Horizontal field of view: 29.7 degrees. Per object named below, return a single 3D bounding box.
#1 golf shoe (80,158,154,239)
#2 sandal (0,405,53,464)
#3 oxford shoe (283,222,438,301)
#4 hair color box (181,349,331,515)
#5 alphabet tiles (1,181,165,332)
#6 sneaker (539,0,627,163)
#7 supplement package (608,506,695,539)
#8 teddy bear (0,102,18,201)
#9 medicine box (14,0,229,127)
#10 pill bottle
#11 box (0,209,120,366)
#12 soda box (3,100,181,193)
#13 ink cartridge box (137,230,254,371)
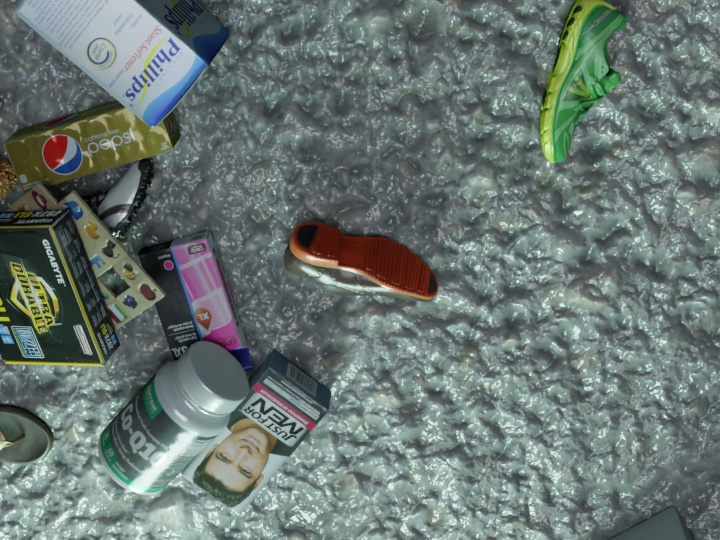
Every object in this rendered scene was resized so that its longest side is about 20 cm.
[{"bbox_3d":[-0.330,-0.067,1.677,0.094,0.078,0.201,33,107,-9],"label":"golf shoe"},{"bbox_3d":[-0.507,0.207,1.799,0.199,0.055,0.082,27,110,-7],"label":"sandal"},{"bbox_3d":[0.000,0.000,1.703,0.199,0.072,0.073,20,139,-8],"label":"oxford shoe"},{"bbox_3d":[-0.137,0.214,1.782,0.099,0.061,0.200,36,109,-11],"label":"hair color box"},{"bbox_3d":[-0.354,-0.010,1.666,0.167,0.008,0.200,-31,105,37],"label":"alphabet tiles"},{"bbox_3d":[0.262,-0.217,1.594,0.083,0.074,0.201,15,110,1],"label":"sneaker"},{"bbox_3d":[0.394,0.466,1.806,0.190,0.147,0.201,-31,106,13],"label":"supplement package"},{"bbox_3d":[-0.503,-0.160,1.654,0.144,0.067,0.202,-9,111,3],"label":"teddy bear"},{"bbox_3d":[-0.263,-0.282,1.536,0.200,0.182,0.103,40,108,-12],"label":"medicine box"},{"bbox_3d":[-0.238,0.187,1.734,0.113,0.113,0.200,39,117,-11],"label":"pill bottle"},{"bbox_3d":[-0.402,0.023,1.675,0.158,0.049,0.201,1,122,26],"label":"box"},{"bbox_3d":[-0.324,-0.159,1.648,0.198,0.064,0.068,-15,109,8],"label":"soda box"},{"bbox_3d":[-0.209,0.055,1.741,0.094,0.037,0.201,-14,111,8],"label":"ink cartridge box"}]
